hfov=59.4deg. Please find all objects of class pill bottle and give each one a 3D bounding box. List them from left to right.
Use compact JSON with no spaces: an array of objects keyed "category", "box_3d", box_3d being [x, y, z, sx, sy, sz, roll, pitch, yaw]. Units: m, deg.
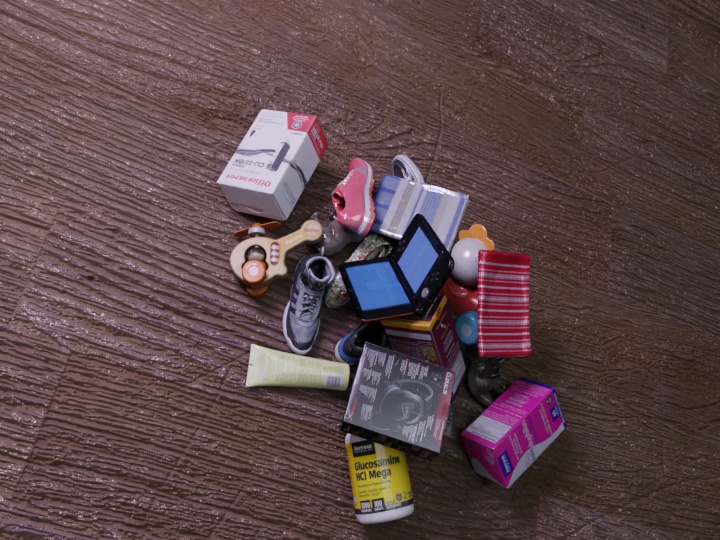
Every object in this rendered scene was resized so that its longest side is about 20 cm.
[{"category":"pill bottle","box_3d":[0.031,0.355,1.177,0.109,0.112,0.206,-4,74,-22]}]

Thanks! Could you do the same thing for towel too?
[{"category":"towel","box_3d":[0.116,-0.119,1.312,0.195,0.024,0.150,17,66,16]},{"category":"towel","box_3d":[0.281,0.065,1.225,0.141,0.022,0.207,6,81,-34]}]

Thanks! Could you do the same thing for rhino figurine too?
[{"category":"rhino figurine","box_3d":[-0.031,-0.095,1.329,0.197,0.060,0.089,-28,80,-33]}]

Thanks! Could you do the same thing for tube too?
[{"category":"tube","box_3d":[-0.119,0.192,1.211,0.194,0.053,0.059,9,37,-15]}]

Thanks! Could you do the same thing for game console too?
[{"category":"game console","box_3d":[0.061,-0.011,1.176,0.116,0.175,0.201,20,24,-26]}]

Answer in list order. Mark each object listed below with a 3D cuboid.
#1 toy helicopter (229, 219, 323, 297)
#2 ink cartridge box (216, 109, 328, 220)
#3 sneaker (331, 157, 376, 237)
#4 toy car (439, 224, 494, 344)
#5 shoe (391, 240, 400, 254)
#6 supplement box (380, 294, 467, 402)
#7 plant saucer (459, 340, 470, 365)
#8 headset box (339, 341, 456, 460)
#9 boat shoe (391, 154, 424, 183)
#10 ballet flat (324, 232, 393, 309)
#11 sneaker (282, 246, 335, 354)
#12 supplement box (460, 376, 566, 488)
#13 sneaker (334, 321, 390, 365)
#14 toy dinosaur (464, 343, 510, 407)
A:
[{"category":"toy helicopter","box_3d":[-0.166,-0.050,1.240,0.196,0.079,0.134,-27,71,-14]},{"category":"ink cartridge box","box_3d":[-0.174,-0.214,1.262,0.141,0.084,0.204,13,63,26]},{"category":"sneaker","box_3d":[-0.018,-0.165,1.294,0.085,0.074,0.204,15,48,-22]},{"category":"toy car","box_3d":[0.235,0.013,1.277,0.174,0.206,0.182,24,28,34]},{"category":"shoe","box_3d":[0.122,-0.053,1.345,0.069,0.053,0.203,34,86,-17]},{"category":"supplement box","box_3d":[0.127,0.148,1.223,0.086,0.108,0.204,-53,134,-39]},{"category":"plant saucer","box_3d":[0.173,0.118,1.362,0.069,0.019,0.203,-31,85,-26]},{"category":"headset box","box_3d":[0.077,0.237,1.128,0.194,0.078,0.152,17,64,0]},{"category":"boat shoe","box_3d":[0.106,-0.157,1.393,0.069,0.072,0.205,-18,82,-29]},{"category":"ballet flat","box_3d":[0.000,0.000,1.298,0.063,0.076,0.202,18,60,31]},{"category":"sneaker","box_3d":[-0.099,0.053,1.223,0.073,0.114,0.206,13,69,-16]},{"category":"supplement box","box_3d":[0.313,0.326,1.287,0.198,0.102,0.103,-34,112,-25]},{"category":"sneaker","box_3d":[0.051,0.130,1.258,0.195,0.111,0.079,-14,78,-24]},{"category":"toy dinosaur","box_3d":[0.261,0.217,1.341,0.099,0.077,0.207,-2,105,-19]}]
